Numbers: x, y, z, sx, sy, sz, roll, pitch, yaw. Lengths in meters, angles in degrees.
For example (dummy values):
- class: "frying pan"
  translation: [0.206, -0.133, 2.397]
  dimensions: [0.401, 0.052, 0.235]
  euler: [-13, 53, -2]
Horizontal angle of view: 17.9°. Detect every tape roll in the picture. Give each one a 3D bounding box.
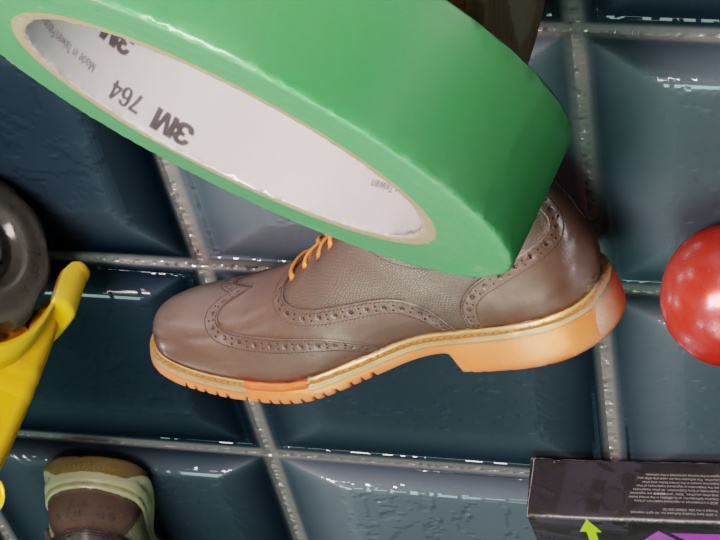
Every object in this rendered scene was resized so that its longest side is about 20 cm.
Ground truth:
- class: "tape roll"
  translation: [-0.033, -0.063, 0.720]
  dimensions: [0.200, 0.048, 0.200]
  euler: [26, 170, 5]

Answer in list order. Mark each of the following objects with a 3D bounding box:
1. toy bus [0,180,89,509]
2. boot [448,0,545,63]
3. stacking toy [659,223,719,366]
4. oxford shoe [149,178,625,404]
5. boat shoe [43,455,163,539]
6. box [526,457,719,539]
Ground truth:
- class: "toy bus"
  translation: [-0.230, 0.045, 0.898]
  dimensions: [0.199, 0.193, 0.135]
  euler: [30, 146, -26]
- class: "boot"
  translation: [-0.025, -0.127, 0.690]
  dimensions: [0.143, 0.071, 0.201]
  euler: [9, 153, 21]
- class: "stacking toy"
  translation: [0.206, 0.037, 0.871]
  dimensions: [0.199, 0.086, 0.085]
  euler: [20, 148, -6]
- class: "oxford shoe"
  translation: [0.000, 0.000, 0.891]
  dimensions: [0.199, 0.071, 0.073]
  euler: [-10, 124, 23]
- class: "boat shoe"
  translation: [-0.131, 0.162, 1.178]
  dimensions: [0.073, 0.065, 0.200]
  euler: [3, 149, 9]
- class: "box"
  translation: [0.167, 0.152, 1.102]
  dimensions: [0.142, 0.036, 0.200]
  euler: [0, 148, 17]
